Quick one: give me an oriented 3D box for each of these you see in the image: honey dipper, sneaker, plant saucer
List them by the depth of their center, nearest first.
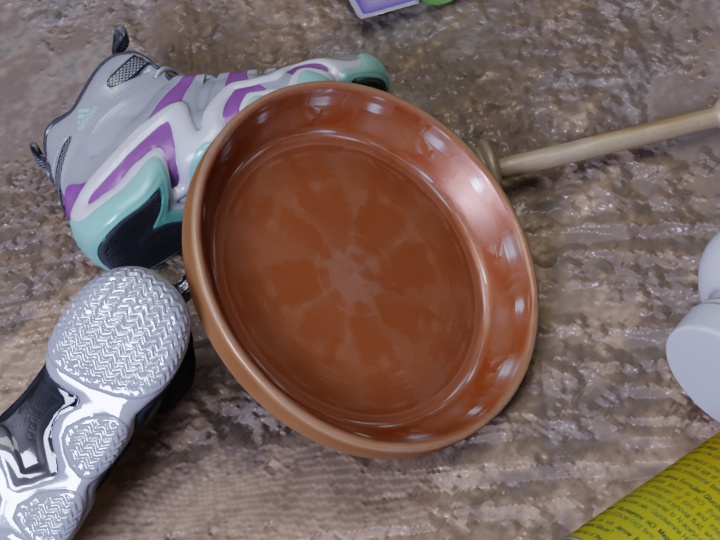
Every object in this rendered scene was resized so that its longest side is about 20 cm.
[{"bbox_3d":[-0.143,0.081,0.936,0.075,0.114,0.200,39,100,4],"label":"sneaker"},{"bbox_3d":[0.000,0.000,0.952,0.199,0.032,0.202,14,61,-25],"label":"plant saucer"},{"bbox_3d":[0.125,-0.066,1.044,0.198,0.038,0.038,-12,52,-8],"label":"honey dipper"},{"bbox_3d":[-0.094,-0.098,1.063,0.199,0.078,0.140,-28,55,-15],"label":"sneaker"}]

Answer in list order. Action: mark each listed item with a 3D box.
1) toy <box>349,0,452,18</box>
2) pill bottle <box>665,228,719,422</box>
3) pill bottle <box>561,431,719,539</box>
[{"bbox_3d":[0.019,-0.248,1.184,0.114,0.047,0.201,-17,53,-9],"label":"toy"},{"bbox_3d":[0.239,-0.009,0.941,0.104,0.105,0.200,32,62,27],"label":"pill bottle"},{"bbox_3d":[0.161,0.139,0.830,0.199,0.113,0.113,-31,55,-17],"label":"pill bottle"}]
